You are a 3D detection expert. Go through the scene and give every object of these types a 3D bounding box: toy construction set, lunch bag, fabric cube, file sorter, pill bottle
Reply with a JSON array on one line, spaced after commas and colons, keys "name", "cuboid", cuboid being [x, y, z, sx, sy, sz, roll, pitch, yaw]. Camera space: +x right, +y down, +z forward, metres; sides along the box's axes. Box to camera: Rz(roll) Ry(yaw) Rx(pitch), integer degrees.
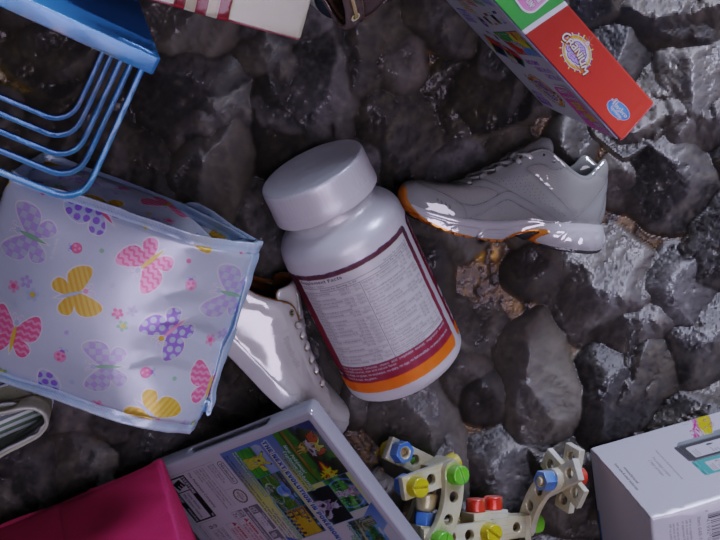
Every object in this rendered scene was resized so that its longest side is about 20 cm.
[{"name": "toy construction set", "cuboid": [0.112, 0.213, 1.378, 0.198, 0.092, 0.133, -1, 88, -19]}, {"name": "lunch bag", "cuboid": [-0.192, 0.021, 1.191, 0.198, 0.127, 0.171, 18, 103, 2]}, {"name": "fabric cube", "cuboid": [-0.205, 0.317, 1.249, 0.198, 0.200, 0.197, -22, 121, -5]}, {"name": "file sorter", "cuboid": [-0.241, -0.154, 1.091, 0.138, 0.200, 0.123, 23, 106, -21]}, {"name": "pill bottle", "cuboid": [0.000, 0.000, 1.255, 0.109, 0.110, 0.201, -28, 113, -4]}]

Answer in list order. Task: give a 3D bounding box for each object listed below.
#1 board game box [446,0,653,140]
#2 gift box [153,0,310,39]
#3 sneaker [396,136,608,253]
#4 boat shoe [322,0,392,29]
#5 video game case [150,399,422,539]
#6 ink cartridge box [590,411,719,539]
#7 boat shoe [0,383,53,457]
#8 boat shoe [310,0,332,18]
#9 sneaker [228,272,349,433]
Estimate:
[{"name": "board game box", "cuboid": [0.127, -0.197, 1.197, 0.040, 0.153, 0.200, -47, 114, 0]}, {"name": "gift box", "cuboid": [-0.095, -0.283, 1.087, 0.183, 0.200, 0.188, 11, 105, -24]}, {"name": "sneaker", "cuboid": [0.124, -0.073, 1.291, 0.198, 0.076, 0.093, 5, 100, -25]}, {"name": "boat shoe", "cuboid": [-0.033, -0.243, 0.994, 0.060, 0.072, 0.200, -46, 136, -9]}, {"name": "video game case", "cuboid": [-0.060, 0.215, 1.317, 0.181, 0.022, 0.201, -23, 116, 27]}, {"name": "ink cartridge box", "cuboid": [0.339, 0.232, 1.408, 0.198, 0.146, 0.148, -14, 111, -10]}, {"name": "boat shoe", "cuboid": [-0.345, 0.141, 1.238, 0.199, 0.062, 0.072, -28, 114, -3]}, {"name": "boat shoe", "cuboid": [0.025, -0.241, 1.110, 0.062, 0.200, 0.075, 48, 48, 4]}, {"name": "sneaker", "cuboid": [-0.063, 0.058, 1.279, 0.085, 0.073, 0.200, -42, 112, 5]}]
